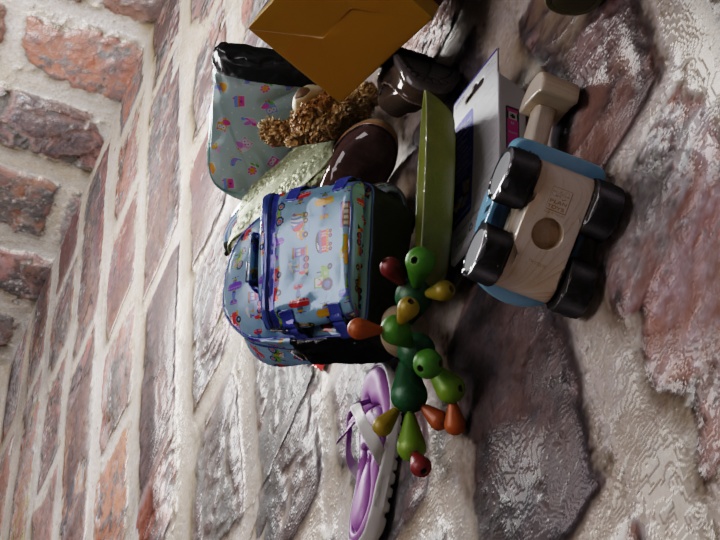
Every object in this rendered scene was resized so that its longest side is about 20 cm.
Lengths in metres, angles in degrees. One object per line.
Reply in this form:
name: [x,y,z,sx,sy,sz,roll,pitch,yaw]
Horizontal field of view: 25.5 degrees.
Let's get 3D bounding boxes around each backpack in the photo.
backpack: [-0.057,0.005,1.610,0.200,0.135,0.183,-6,69,31]
backpack: [-0.136,-0.192,2.106,0.127,0.167,0.200,-44,-36,-70]

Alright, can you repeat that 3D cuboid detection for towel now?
towel: [-0.089,-0.107,1.981,0.200,0.036,0.148,-40,22,26]

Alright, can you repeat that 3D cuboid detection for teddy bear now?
teddy bear: [-0.045,-0.185,1.859,0.200,0.145,0.067,-25,-76,-65]

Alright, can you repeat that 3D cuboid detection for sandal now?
sandal: [0.003,0.172,1.550,0.082,0.050,0.203,129,152,-47]

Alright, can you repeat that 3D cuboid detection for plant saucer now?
plant saucer: [0.071,-0.071,1.518,0.200,0.031,0.200,-178,90,-89]

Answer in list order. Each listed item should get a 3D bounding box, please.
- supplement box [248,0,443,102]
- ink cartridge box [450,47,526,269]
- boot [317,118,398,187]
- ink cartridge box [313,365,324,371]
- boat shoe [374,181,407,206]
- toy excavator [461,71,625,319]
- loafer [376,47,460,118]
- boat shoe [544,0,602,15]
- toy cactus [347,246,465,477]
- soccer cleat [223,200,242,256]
supplement box: [0.015,-0.329,1.722,0.197,0.133,0.200,-36,20,52]
ink cartridge box: [0.119,-0.104,1.493,0.095,0.037,0.200,129,150,-49]
boot: [-0.027,-0.057,1.753,0.200,0.072,0.166,-55,11,42]
ink cartridge box: [-0.066,0.025,1.890,0.200,0.050,0.161,-159,86,-74]
boat shoe: [0.000,0.000,1.684,0.200,0.073,0.062,-69,14,-7]
toy excavator: [0.144,-0.070,1.320,0.200,0.100,0.195,-141,71,-79]
loafer: [0.058,-0.194,1.712,0.200,0.073,0.071,-107,34,-75]
boat shoe: [0.210,-0.300,1.347,0.200,0.075,0.068,134,143,-55]
toy cactus: [0.038,0.072,1.441,0.165,0.102,0.200,-120,20,-74]
soccer cleat: [-0.141,-0.071,2.150,0.200,0.070,0.086,156,126,-67]
